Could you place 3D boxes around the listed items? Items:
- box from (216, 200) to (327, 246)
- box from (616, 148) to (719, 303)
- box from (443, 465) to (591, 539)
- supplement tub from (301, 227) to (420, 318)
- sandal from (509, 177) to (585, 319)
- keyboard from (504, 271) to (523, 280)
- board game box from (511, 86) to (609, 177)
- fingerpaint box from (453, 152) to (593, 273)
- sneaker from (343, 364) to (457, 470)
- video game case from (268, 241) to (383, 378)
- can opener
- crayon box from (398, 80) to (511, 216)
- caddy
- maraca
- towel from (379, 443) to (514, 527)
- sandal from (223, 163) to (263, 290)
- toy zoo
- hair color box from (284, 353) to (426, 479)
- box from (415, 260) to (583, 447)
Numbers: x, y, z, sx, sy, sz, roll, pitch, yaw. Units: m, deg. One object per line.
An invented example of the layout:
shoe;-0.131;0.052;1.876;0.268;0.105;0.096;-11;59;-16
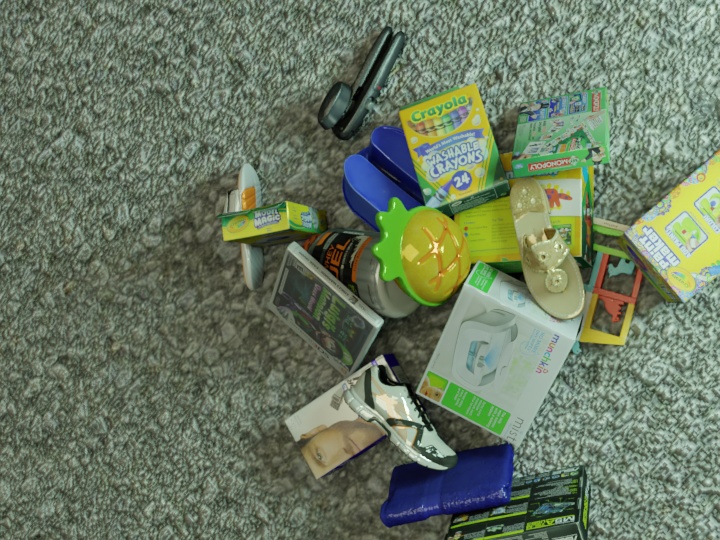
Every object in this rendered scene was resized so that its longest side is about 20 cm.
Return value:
box;-0.136;-0.072;1.602;0.115;0.200;0.049;-9;83;18
box;0.461;-0.062;1.381;0.192;0.200;0.122;-41;82;7
box;0.226;0.351;1.454;0.197;0.193;0.048;-16;101;17
supplement tub;0.000;0.000;1.565;0.198;0.121;0.125;8;89;46
sandal;0.245;-0.036;1.412;0.077;0.069;0.215;-23;68;22
keyboard;0.248;-0.036;1.559;0.103;0.039;0.203;24;89;31
board game box;0.291;-0.202;1.473;0.132;0.201;0.030;-7;121;18
fingerpaint box;0.241;-0.087;1.511;0.197;0.073;0.170;-5;75;28
sneaker;0.068;0.218;1.519;0.199;0.074;0.081;38;97;13
video game case;-0.059;0.067;1.574;0.181;0.201;0.023;41;60;9
can opener;0.010;-0.300;1.640;0.063;0.079;0.201;35;89;25
crayon box;0.134;-0.188;1.511;0.124;0.052;0.203;-19;67;10
caddy;0.060;-0.126;1.591;0.199;0.105;0.141;41;77;17
maraca;0.083;-0.025;1.426;0.106;0.198;0.140;-7;71;40
towel;0.133;0.325;1.522;0.197;0.148;0.050;-16;106;17
sandal;-0.201;-0.072;1.689;0.058;0.079;0.211;-3;88;16
toy zoo;0.348;0.026;1.523;0.129;0.020;0.204;15;92;19
hair color box;-0.009;0.230;1.613;0.199;0.065;0.110;-35;77;15
box;0.201;0.120;1.483;0.174;0.097;0.202;27;119;8
